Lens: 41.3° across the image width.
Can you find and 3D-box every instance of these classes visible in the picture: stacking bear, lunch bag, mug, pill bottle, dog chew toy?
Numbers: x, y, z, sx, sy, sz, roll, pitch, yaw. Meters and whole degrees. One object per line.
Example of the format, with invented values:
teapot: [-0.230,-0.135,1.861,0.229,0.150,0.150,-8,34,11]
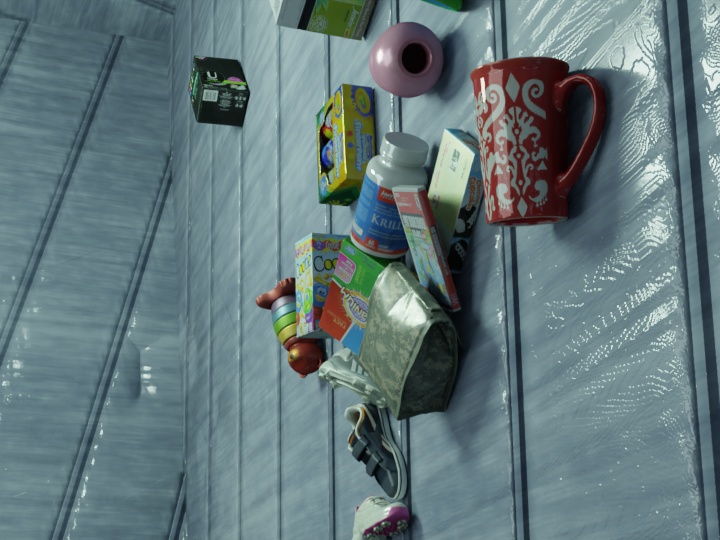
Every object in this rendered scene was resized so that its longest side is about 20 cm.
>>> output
stacking bear: [-0.140,0.136,2.135,0.121,0.113,0.202,-32,64,28]
lunch bag: [0.084,0.107,1.542,0.164,0.116,0.202,53,142,47]
mug: [0.221,-0.166,1.239,0.177,0.131,0.204,169,99,-69]
pill bottle: [0.055,-0.133,1.670,0.113,0.111,0.202,-120,38,-54]
dog chew toy: [0.069,-0.364,1.666,0.200,0.123,0.127,-145,61,-74]

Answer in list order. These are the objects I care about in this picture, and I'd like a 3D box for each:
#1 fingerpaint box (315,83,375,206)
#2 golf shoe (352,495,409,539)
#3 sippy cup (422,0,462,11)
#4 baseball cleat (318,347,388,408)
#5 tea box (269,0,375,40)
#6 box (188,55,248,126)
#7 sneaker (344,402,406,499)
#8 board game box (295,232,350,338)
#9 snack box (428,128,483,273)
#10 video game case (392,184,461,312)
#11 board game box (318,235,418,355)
fingerpaint box: [-0.033,-0.254,1.958,0.167,0.072,0.203,148,122,-64]
golf shoe: [0.029,0.440,1.714,0.200,0.074,0.093,127,144,-52]
sippy cup: [0.120,-0.506,1.551,0.177,0.139,0.132,30,105,39]
baseball cleat: [0.007,0.191,1.805,0.198,0.107,0.070,17,144,42]
tea box: [-0.085,-0.597,1.970,0.202,0.194,0.135,-107,30,-42]
box: [-0.435,-0.548,2.910,0.201,0.146,0.125,-112,32,-47]
sneaker: [0.022,0.330,1.738,0.201,0.078,0.079,-112,34,-44]
board game box: [-0.070,0.033,1.973,0.103,0.103,0.203,155,116,-65]
snack box: [0.148,-0.113,1.531,0.116,0.037,0.203,-126,43,-56]
video game case: [0.104,-0.039,1.535,0.143,0.017,0.203,-159,51,-75]
board game box: [0.012,0.058,1.745,0.152,0.040,0.202,34,126,25]
